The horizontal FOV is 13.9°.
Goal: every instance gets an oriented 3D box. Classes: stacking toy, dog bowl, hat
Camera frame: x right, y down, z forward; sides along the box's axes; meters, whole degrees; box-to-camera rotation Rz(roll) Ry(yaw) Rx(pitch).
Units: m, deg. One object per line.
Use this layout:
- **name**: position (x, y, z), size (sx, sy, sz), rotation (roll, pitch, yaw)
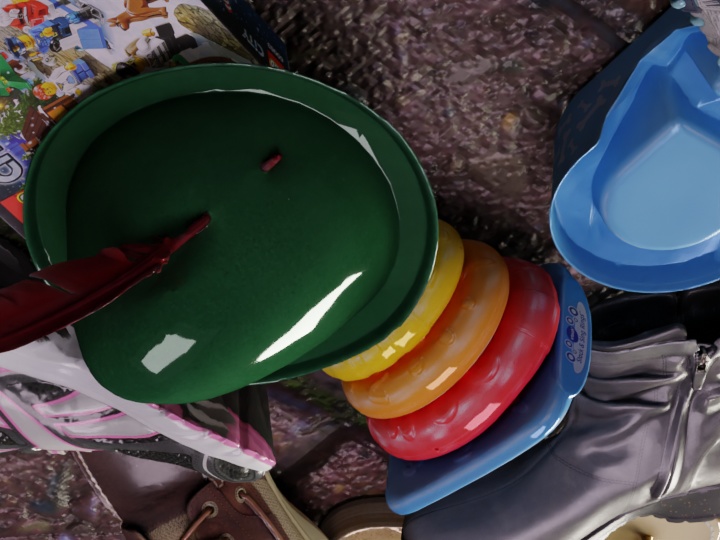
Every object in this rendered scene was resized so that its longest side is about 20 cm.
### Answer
- **stacking toy**: position (0.000, 0.000, 1.297), size (0.110, 0.116, 0.200), rotation (-33, 119, 29)
- **dog bowl**: position (0.162, -0.072, 1.275), size (0.111, 0.050, 0.200), rotation (26, 125, -32)
- **hat**: position (-0.073, 0.033, 1.165), size (0.200, 0.176, 0.166), rotation (-11, 124, 14)

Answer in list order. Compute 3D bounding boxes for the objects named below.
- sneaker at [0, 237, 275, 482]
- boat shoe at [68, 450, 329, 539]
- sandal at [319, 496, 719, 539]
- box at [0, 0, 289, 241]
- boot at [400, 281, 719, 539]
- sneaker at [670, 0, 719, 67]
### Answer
- **sneaker**: position (-0.135, 0.050, 1.329), size (0.200, 0.080, 0.086), rotation (26, 127, -17)
- **boat shoe**: position (-0.072, 0.127, 1.406), size (0.072, 0.072, 0.200), rotation (-28, 123, 19)
- **sandal**: position (0.085, 0.160, 1.486), size (0.211, 0.070, 0.078), rotation (3, 135, -14)
- **box**: position (-0.137, -0.106, 1.188), size (0.136, 0.038, 0.200), rotation (-28, 134, 18)
- **boot**: position (0.108, 0.070, 1.409), size (0.200, 0.070, 0.132), rotation (-18, 134, -9)
- **sneaker**: position (0.142, -0.133, 1.163), size (0.086, 0.078, 0.200), rotation (-7, 106, 19)
